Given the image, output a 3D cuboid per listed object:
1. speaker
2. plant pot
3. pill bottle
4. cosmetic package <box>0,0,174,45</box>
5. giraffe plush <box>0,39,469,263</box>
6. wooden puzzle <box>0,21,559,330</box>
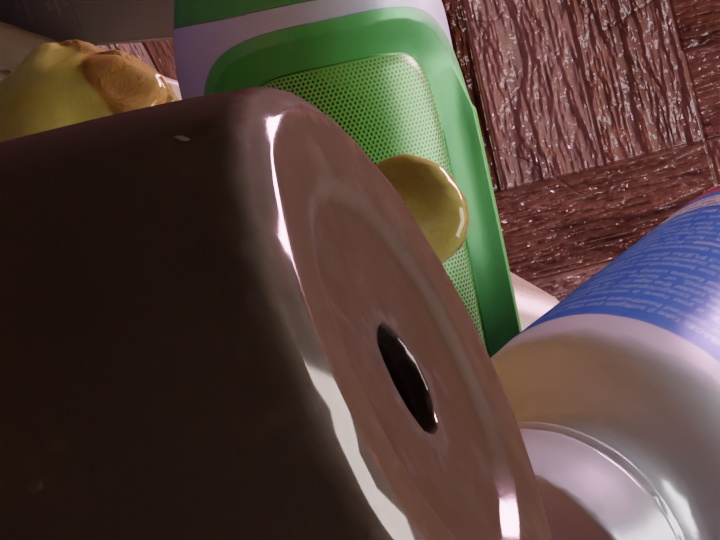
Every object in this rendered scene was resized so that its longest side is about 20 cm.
[{"bbox_3d":[0.000,0.000,0.874,0.088,0.088,0.200,-62,140,-82],"label":"speaker"},{"bbox_3d":[-0.063,0.056,0.506,0.200,0.174,0.200,57,16,-26],"label":"plant pot"},{"bbox_3d":[0.092,0.052,0.824,0.200,0.112,0.112,-33,112,-51],"label":"pill bottle"},{"bbox_3d":[-0.064,-0.147,1.056,0.090,0.200,0.107,-49,131,-52],"label":"cosmetic package"},{"bbox_3d":[-0.041,0.029,0.721,0.200,0.162,0.173,1,94,-48],"label":"giraffe plush"},{"bbox_3d":[-0.046,-0.020,1.009,0.200,0.185,0.046,40,-70,55],"label":"wooden puzzle"}]
